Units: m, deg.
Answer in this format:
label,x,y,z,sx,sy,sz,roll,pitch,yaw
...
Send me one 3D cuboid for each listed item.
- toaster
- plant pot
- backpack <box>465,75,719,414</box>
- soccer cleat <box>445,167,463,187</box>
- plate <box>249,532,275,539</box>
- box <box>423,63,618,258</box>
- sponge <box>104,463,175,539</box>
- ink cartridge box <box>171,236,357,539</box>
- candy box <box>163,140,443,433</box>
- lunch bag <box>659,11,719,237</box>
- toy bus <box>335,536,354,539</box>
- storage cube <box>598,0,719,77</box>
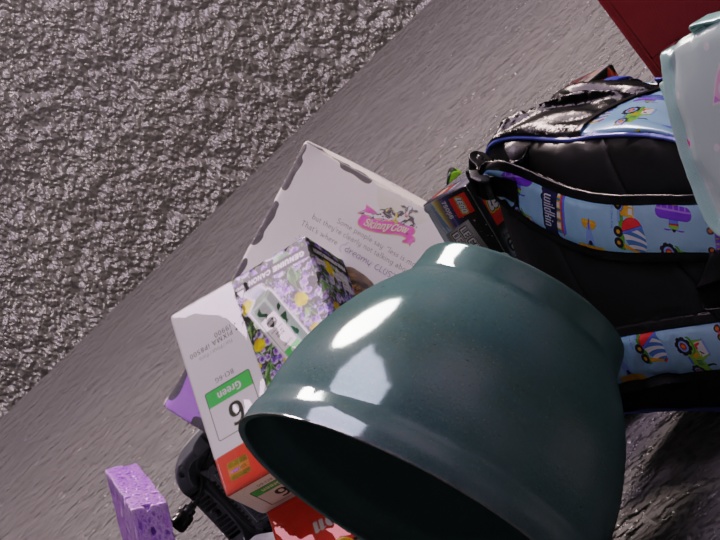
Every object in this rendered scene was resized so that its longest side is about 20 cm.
label,x,y,z,sx,sy,sz,roll,pitch,yaw
toaster,-0.042,0.117,1.902,0.200,0.114,0.129,-39,7,36
plant pot,0.056,0.071,1.362,0.135,0.200,0.200,-60,15,-17
backpack,0.178,-0.016,1.407,0.134,0.183,0.200,-30,16,-31
soccer cleat,0.000,0.000,1.790,0.199,0.081,0.068,-28,8,10
plate,-0.090,0.251,1.756,0.200,0.032,0.200,-47,10,-22
box,0.132,-0.028,1.627,0.040,0.137,0.200,-25,10,40
sponge,-0.157,0.212,1.966,0.030,0.112,0.200,-12,6,-10
ink cartridge box,-0.038,0.092,1.632,0.109,0.050,0.201,-30,58,18
candy box,-0.004,0.044,1.713,0.201,0.167,0.071,-61,-24,4
lunch bag,0.248,-0.057,1.206,0.170,0.200,0.122,-29,17,52
toy bus,-0.042,0.233,1.504,0.065,0.078,0.200,-36,12,32
storage cube,0.260,-0.198,1.765,0.179,0.200,0.171,-35,11,10
